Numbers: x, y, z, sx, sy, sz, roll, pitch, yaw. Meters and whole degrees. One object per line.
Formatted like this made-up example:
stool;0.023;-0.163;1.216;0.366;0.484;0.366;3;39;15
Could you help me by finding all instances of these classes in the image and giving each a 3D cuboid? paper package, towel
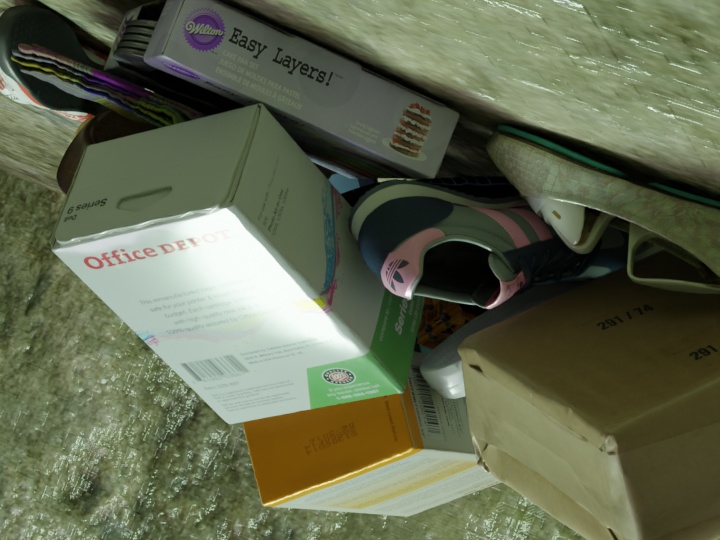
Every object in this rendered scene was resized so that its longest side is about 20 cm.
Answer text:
paper package;0.192;0.076;1.418;0.199;0.104;0.191;-23;-155;-20
towel;-0.127;-0.101;1.541;0.200;0.023;0.143;25;-179;43

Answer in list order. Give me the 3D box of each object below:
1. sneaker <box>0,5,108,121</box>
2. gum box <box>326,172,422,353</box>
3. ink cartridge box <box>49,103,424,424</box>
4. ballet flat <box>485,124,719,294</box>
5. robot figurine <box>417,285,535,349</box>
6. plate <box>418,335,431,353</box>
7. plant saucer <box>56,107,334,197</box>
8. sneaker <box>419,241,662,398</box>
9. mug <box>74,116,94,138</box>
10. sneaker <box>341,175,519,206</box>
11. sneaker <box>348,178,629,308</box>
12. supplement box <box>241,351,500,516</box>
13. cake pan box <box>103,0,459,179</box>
sneaker;-0.258;-0.162;1.800;0.108;0.067;0.201;17;177;25
gum box;0.000;0.000;1.749;0.044;0.171;0.200;-15;-172;-5
ink cartridge box;-0.074;-0.001;1.461;0.145;0.088;0.200;-12;139;33
ballet flat;0.156;-0.030;1.399;0.199;0.063;0.067;21;176;20
robot figurine;0.124;0.032;1.622;0.199;0.058;0.145;11;159;-20
plate;0.116;0.047;1.904;0.200;0.201;0.026;23;144;-18
plant saucer;-0.116;-0.088;1.652;0.199;0.035;0.200;-2;-154;1
sneaker;0.144;0.064;1.534;0.116;0.200;0.074;68;165;-16
mug;-0.132;-0.039;1.785;0.186;0.150;0.153;1;155;5
sneaker;0.060;-0.027;1.515;0.199;0.070;0.078;-9;166;11
sneaker;0.093;-0.004;1.443;0.199;0.070;0.082;1;-140;-24
supplement box;0.026;0.113;1.598;0.126;0.074;0.200;-23;162;26
cake pan box;-0.057;-0.116;1.481;0.199;0.052;0.184;24;173;-18
